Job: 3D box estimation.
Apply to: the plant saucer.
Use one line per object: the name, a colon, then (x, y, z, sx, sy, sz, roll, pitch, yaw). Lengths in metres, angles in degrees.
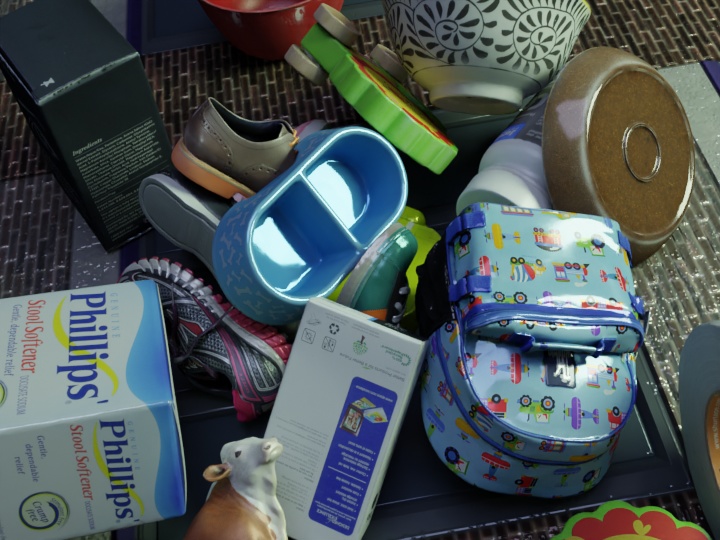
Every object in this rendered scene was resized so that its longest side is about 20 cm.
plant saucer: (0.244, -0.105, 0.837, 0.200, 0.201, 0.034, -47, 22, -28)

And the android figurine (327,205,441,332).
android figurine: (0.000, 0.000, 0.869, 0.198, 0.041, 0.183, 19, 56, 21)

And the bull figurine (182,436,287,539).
bull figurine: (-0.096, 0.221, 0.664, 0.121, 0.065, 0.201, 35, 88, 29)

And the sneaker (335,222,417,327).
sneaker: (0.009, 0.062, 0.771, 0.079, 0.071, 0.202, 28, 92, 10)

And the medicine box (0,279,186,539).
medicine box: (-0.238, 0.103, 0.686, 0.197, 0.104, 0.183, -9, 29, -13)

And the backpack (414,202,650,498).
backpack: (0.135, 0.067, 0.727, 0.180, 0.135, 0.202, 9, 56, -11)

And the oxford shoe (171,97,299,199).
oxford shoe: (-0.065, -0.087, 0.826, 0.198, 0.073, 0.072, 22, 27, -22)

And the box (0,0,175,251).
box: (-0.266, -0.148, 0.915, 0.104, 0.201, 0.148, -31, 54, -18)

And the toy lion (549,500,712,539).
toy lion: (0.169, 0.251, 0.643, 0.197, 0.069, 0.193, 0, 45, 7)

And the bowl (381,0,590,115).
bowl: (0.113, -0.202, 0.874, 0.198, 0.201, 0.096, 6, 90, 11)

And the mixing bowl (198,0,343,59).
mixing bowl: (-0.099, -0.323, 1.095, 0.197, 0.109, 0.202, -4, 50, 4)

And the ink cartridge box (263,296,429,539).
ink cartridge box: (-0.023, 0.132, 0.721, 0.098, 0.039, 0.203, 21, 96, 14)

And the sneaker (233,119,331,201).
sneaker: (-0.113, -0.092, 0.932, 0.104, 0.076, 0.201, 25, 62, 18)

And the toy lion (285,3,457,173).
toy lion: (0.029, -0.164, 0.910, 0.069, 0.199, 0.192, -49, 67, 15)

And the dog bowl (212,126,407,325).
dog bowl: (-0.035, -0.043, 0.777, 0.112, 0.049, 0.200, 50, 62, -14)

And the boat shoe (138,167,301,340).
boat shoe: (-0.110, -0.024, 0.827, 0.200, 0.076, 0.060, 46, 46, 7)

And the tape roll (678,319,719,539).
tape roll: (0.289, 0.128, 0.632, 0.065, 0.202, 0.202, -11, 51, -3)

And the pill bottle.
pill bottle: (0.183, -0.102, 0.883, 0.113, 0.115, 0.200, 28, 59, 26)

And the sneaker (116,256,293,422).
sneaker: (-0.146, 0.056, 0.817, 0.199, 0.081, 0.075, 28, 61, 25)
